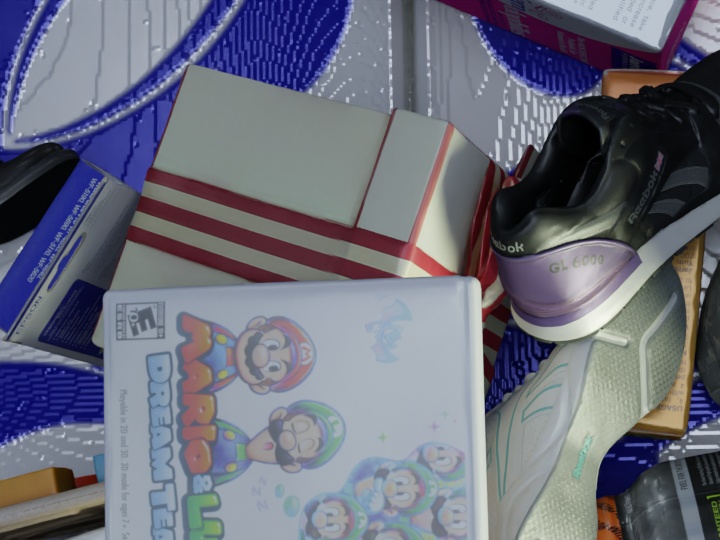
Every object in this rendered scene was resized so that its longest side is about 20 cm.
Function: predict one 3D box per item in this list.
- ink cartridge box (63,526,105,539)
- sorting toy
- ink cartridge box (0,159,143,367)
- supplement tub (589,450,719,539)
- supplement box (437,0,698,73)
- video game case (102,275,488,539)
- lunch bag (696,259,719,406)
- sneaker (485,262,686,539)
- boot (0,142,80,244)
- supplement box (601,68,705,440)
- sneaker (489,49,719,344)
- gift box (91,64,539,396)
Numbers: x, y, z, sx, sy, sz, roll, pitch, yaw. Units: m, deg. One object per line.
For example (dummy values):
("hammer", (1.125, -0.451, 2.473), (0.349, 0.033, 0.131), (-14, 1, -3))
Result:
("ink cartridge box", (-0.106, 0.157, 0.855), (0.198, 0.163, 0.058), (-15, 80, 8))
("sorting toy", (-0.133, 0.119, 0.851), (0.199, 0.185, 0.037), (-20, 80, 5))
("ink cartridge box", (-0.147, -0.001, 0.864), (0.039, 0.200, 0.100), (32, 87, 12))
("supplement tub", (0.222, 0.151, 0.820), (0.198, 0.123, 0.124), (-11, 81, 8))
("supplement box", (0.101, -0.195, 0.898), (0.199, 0.101, 0.104), (24, 87, 12))
("video game case", (-0.031, 0.106, 0.725), (0.180, 0.024, 0.202), (-2, 85, 12))
("lunch bag", (0.252, 0.001, 0.799), (0.139, 0.200, 0.168), (44, 85, 10))
("sneaker", (0.102, 0.074, 0.815), (0.080, 0.070, 0.201), (12, 69, 54))
("boot", (-0.287, -0.086, 0.967), (0.199, 0.069, 0.175), (-26, 80, 8))
("supplement box", (0.160, -0.007, 0.881), (0.068, 0.067, 0.202), (3, 82, 10))
("sneaker", (0.142, -0.059, 0.782), (0.075, 0.088, 0.200), (22, 60, 43))
("gift box", (0.000, 0.000, 0.853), (0.186, 0.200, 0.186), (17, 90, 27))
